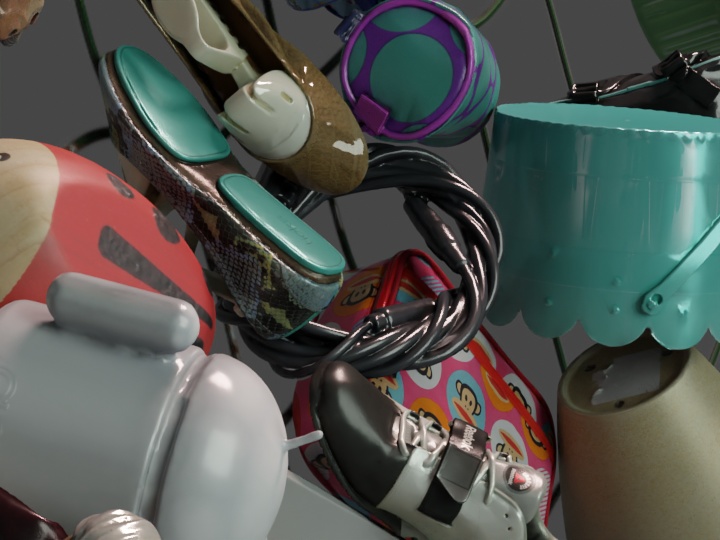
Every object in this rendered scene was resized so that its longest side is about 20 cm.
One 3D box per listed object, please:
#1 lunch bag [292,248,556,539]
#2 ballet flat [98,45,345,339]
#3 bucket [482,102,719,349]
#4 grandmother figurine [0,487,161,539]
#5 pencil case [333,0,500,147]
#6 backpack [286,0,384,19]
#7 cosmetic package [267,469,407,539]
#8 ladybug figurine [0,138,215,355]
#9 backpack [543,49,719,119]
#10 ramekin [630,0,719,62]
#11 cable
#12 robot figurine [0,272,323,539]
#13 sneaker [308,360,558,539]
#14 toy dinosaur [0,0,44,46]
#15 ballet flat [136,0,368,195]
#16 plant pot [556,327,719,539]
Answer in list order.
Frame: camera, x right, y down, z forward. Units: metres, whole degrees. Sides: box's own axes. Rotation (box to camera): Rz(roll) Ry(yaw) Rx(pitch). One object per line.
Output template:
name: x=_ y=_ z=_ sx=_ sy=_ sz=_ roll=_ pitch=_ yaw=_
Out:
lunch bag: x=0.046 y=0.090 z=1.264 sx=0.200 sy=0.081 sz=0.177 roll=50 pitch=37 yaw=-30
ballet flat: x=-0.092 y=-0.039 z=1.117 sx=0.200 sy=0.074 sz=0.074 roll=48 pitch=28 yaw=24
bucket: x=0.170 y=-0.034 z=1.317 sx=0.206 sy=0.206 sz=0.136 roll=-10 pitch=107 yaw=-55
grandmother figurine: x=-0.151 y=0.136 z=0.862 sx=0.122 sy=0.199 sz=0.061 roll=52 pitch=50 yaw=-23
pencil case: x=0.038 y=-0.120 z=1.252 sx=0.085 sy=0.092 sz=0.200 roll=51 pitch=8 yaw=4
backpack: x=0.015 y=-0.229 z=1.253 sx=0.135 sy=0.181 sz=0.200 roll=61 pitch=32 yaw=-20
cosmetic package: x=-0.030 y=0.146 z=1.120 sx=0.200 sy=0.082 sz=0.051 roll=35 pitch=78 yaw=-42
ladybug figurine: x=-0.142 y=0.004 z=1.042 sx=0.200 sy=0.072 sz=0.137 roll=36 pitch=49 yaw=-41
backpack: x=0.235 y=-0.076 z=1.501 sx=0.200 sy=0.175 sz=0.155 roll=-8 pitch=80 yaw=-70
ramekin: x=0.310 y=-0.256 z=1.743 sx=0.199 sy=0.097 sz=0.202 roll=25 pitch=57 yaw=-46
cable: x=0.000 y=0.000 z=1.186 sx=0.162 sy=0.051 sz=0.201 roll=21 pitch=44 yaw=-1
robot figurine: x=-0.119 y=0.083 z=0.938 sx=0.113 sy=0.198 sz=0.171 roll=-64 pitch=166 yaw=-60
sneaker: x=0.054 y=0.114 z=1.105 sx=0.200 sy=0.088 sz=0.074 roll=49 pitch=32 yaw=-22
toy dinosaur: x=-0.195 y=-0.236 z=1.064 sx=0.201 sy=0.085 sz=0.136 roll=56 pitch=45 yaw=-14
ballet flat: x=-0.073 y=-0.121 z=1.153 sx=0.201 sy=0.068 sz=0.072 roll=55 pitch=20 yaw=0
plant pot: x=0.208 y=0.145 z=1.338 sx=0.201 sy=0.186 sz=0.188 roll=65 pitch=35 yaw=-27
